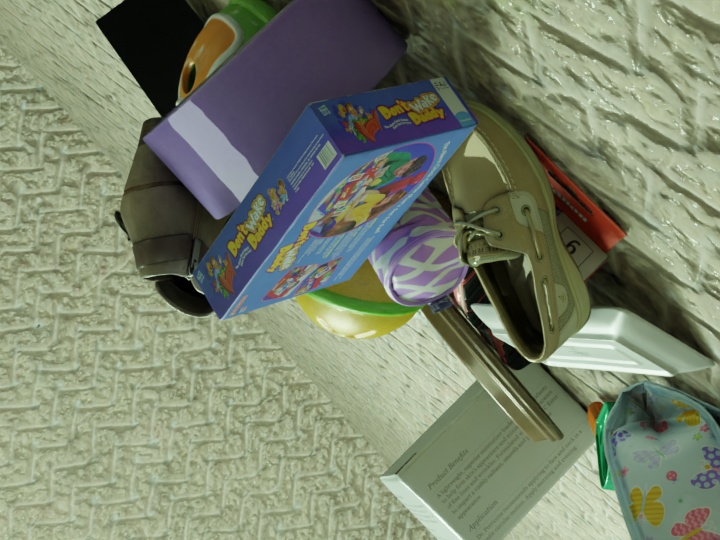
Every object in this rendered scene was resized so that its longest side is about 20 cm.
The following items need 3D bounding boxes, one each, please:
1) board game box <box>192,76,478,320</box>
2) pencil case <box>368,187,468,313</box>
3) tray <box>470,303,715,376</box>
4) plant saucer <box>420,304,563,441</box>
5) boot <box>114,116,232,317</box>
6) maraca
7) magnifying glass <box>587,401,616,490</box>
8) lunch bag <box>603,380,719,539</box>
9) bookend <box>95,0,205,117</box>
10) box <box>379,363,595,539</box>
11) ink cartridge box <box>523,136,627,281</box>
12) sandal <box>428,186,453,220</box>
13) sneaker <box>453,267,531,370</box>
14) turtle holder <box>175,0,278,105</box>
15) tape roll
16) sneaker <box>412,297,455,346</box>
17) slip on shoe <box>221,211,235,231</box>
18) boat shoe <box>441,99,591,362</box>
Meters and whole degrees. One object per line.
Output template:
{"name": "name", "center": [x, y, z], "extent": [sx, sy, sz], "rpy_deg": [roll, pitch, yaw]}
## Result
{"name": "board game box", "center": [-0.021, -0.050, 0.959], "extent": [0.045, 0.134, 0.200], "rpy_deg": [57, 136, 17]}
{"name": "pencil case", "center": [0.025, -0.062, 1.097], "extent": [0.200, 0.085, 0.084], "rpy_deg": [60, 176, 37]}
{"name": "tray", "center": [0.182, 0.059, 1.085], "extent": [0.107, 0.022, 0.200], "rpy_deg": [30, 165, -27]}
{"name": "plant saucer", "center": [0.122, 0.092, 1.285], "extent": [0.200, 0.029, 0.200], "rpy_deg": [50, -178, -3]}
{"name": "boot", "center": [-0.130, -0.033, 1.102], "extent": [0.200, 0.070, 0.147], "rpy_deg": [27, -128, -53]}
{"name": "maraca", "center": [0.000, 0.000, 1.248], "extent": [0.137, 0.107, 0.200], "rpy_deg": [16, -161, -1]}
{"name": "magnifying glass", "center": [0.235, 0.155, 1.266], "extent": [0.022, 0.080, 0.200], "rpy_deg": [3, -175, 3]}
{"name": "lunch bag", "center": [0.289, 0.203, 1.118], "extent": [0.170, 0.127, 0.200], "rpy_deg": [56, -167, -37]}
{"name": "bookend", "center": [-0.164, -0.177, 1.413], "extent": [0.200, 0.092, 0.199], "rpy_deg": [52, 177, 40]}
{"name": "box", "center": [0.142, 0.210, 1.506], "extent": [0.131, 0.199, 0.200], "rpy_deg": [45, 170, 3]}
{"name": "ink cartridge box", "center": [0.136, -0.026, 1.053], "extent": [0.109, 0.050, 0.200], "rpy_deg": [45, 170, 6]}
{"name": "sandal", "center": [0.068, -0.046, 1.256], "extent": [0.082, 0.055, 0.200], "rpy_deg": [46, -175, 30]}
{"name": "sneaker", "center": [0.112, 0.021, 1.258], "extent": [0.087, 0.074, 0.200], "rpy_deg": [39, 168, 38]}
{"name": "turtle holder", "center": [-0.085, -0.154, 1.203], "extent": [0.141, 0.132, 0.186], "rpy_deg": [38, 167, 33]}
{"name": "tape roll", "center": [-0.065, -0.136, 1.010], "extent": [0.085, 0.200, 0.200], "rpy_deg": [48, 169, -12]}
{"name": "sneaker", "center": [0.032, 0.022, 1.525], "extent": [0.200, 0.088, 0.081], "rpy_deg": [43, 169, 11]}
{"name": "slip on shoe", "center": [-0.055, -0.046, 1.124], "extent": [0.076, 0.061, 0.200], "rpy_deg": [49, -162, 4]}
{"name": "boat shoe", "center": [0.104, -0.028, 0.976], "extent": [0.072, 0.065, 0.201], "rpy_deg": [-13, 108, 44]}
